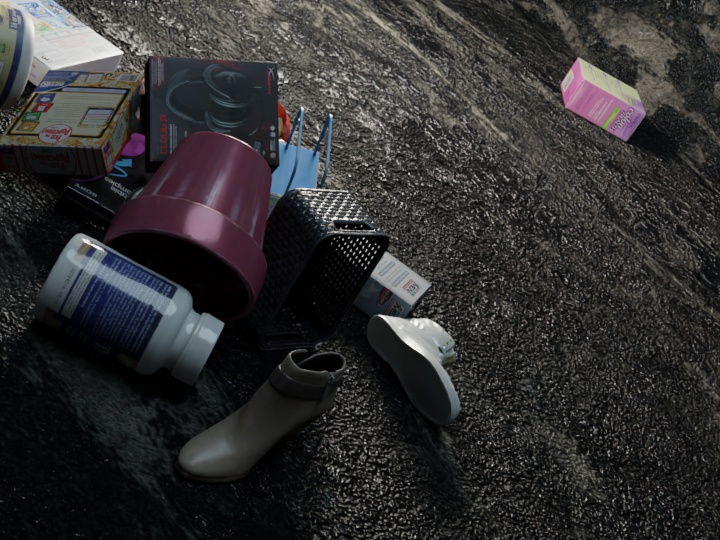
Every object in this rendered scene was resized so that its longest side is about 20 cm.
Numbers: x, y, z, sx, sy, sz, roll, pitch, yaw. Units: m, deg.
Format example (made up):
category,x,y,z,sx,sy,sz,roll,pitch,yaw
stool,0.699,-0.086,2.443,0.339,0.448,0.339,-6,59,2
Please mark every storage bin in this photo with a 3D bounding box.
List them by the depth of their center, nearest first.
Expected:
category,x,y,z,sx,sy,sz,roll,pitch,yaw
storage bin,-0.071,-0.001,1.505,0.135,0.201,0.094,0,41,-46

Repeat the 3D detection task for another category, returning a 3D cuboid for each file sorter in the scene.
category,x,y,z,sx,sy,sz,roll,pitch,yaw
file sorter,-0.149,-0.176,1.715,0.199,0.123,0.140,12,54,-12

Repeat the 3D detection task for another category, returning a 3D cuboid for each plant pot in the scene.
category,x,y,z,sx,sy,sz,roll,pitch,yaw
plant pot,-0.195,-0.062,1.413,0.199,0.200,0.180,25,59,-13

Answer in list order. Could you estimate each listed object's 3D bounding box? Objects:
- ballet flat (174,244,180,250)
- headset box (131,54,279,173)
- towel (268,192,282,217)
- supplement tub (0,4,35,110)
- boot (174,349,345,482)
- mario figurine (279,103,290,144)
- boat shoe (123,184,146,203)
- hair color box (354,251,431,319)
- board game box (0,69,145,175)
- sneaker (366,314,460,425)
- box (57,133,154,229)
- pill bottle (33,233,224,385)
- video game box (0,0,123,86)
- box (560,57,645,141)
category,x,y,z,sx,sy,sz,roll,pitch,yaw
ballet flat,-0.204,-0.028,1.568,0.071,0.071,0.200,37,28,8
headset box,-0.216,-0.211,1.585,0.198,0.077,0.150,1,82,-17
towel,-0.143,-0.047,1.596,0.200,0.023,0.145,6,71,-57
supplement tub,-0.560,-0.309,1.561,0.199,0.145,0.145,12,33,-34
boot,-0.104,0.153,1.281,0.070,0.147,0.199,45,30,20
mario figurine,-0.175,-0.233,1.873,0.124,0.106,0.200,59,33,-11
boat shoe,-0.246,-0.092,1.546,0.060,0.072,0.201,10,13,36
hair color box,0.000,0.000,1.733,0.199,0.061,0.099,36,28,8
board game box,-0.387,-0.205,1.567,0.150,0.047,0.201,3,39,10
sneaker,0.106,0.133,1.614,0.115,0.074,0.200,1,39,-40
box,-0.320,-0.126,1.586,0.142,0.036,0.201,31,37,-17
pill bottle,-0.263,0.051,1.322,0.199,0.111,0.111,29,28,-7
video game box,-0.505,-0.366,1.819,0.182,0.047,0.200,39,28,8
box,0.661,-0.469,3.144,0.199,0.097,0.176,26,28,-10
